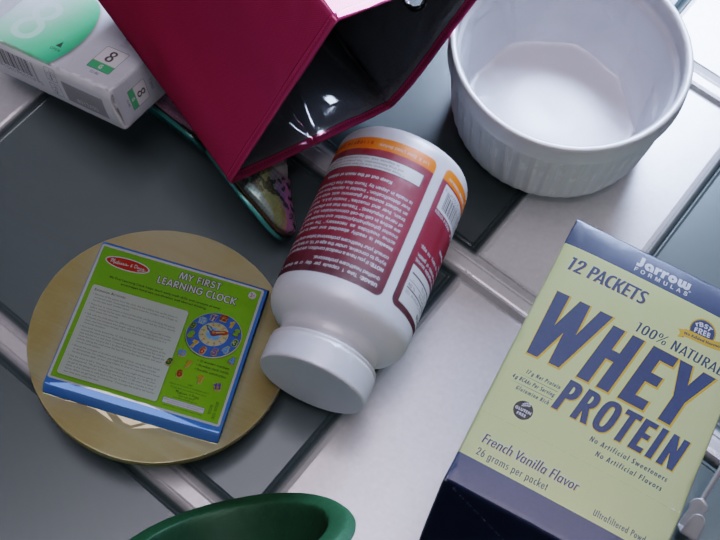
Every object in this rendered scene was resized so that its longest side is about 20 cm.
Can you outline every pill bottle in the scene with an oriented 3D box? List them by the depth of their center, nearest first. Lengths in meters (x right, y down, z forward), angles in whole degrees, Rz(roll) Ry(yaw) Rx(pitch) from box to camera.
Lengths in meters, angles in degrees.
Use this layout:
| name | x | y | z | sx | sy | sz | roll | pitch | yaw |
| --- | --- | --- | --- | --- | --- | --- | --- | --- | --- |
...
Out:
| name | x | y | z | sx | sy | sz | roll | pitch | yaw |
| --- | --- | --- | --- | --- | --- | --- | --- | --- | --- |
| pill bottle | 0.000 | 0.000 | 0.883 | 0.112 | 0.113 | 0.201 | 21 | 64 | 8 |

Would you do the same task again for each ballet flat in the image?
| name | x | y | z | sx | sy | sz | roll | pitch | yaw |
| --- | --- | --- | --- | --- | --- | --- | --- | --- | --- |
| ballet flat | -0.108 | -0.113 | 0.956 | 0.071 | 0.069 | 0.200 | -46 | 70 | 0 |

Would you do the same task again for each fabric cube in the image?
| name | x | y | z | sx | sy | sz | roll | pitch | yaw |
| --- | --- | --- | --- | --- | --- | --- | --- | --- | --- |
| fabric cube | -0.052 | -0.226 | 0.879 | 0.199 | 0.196 | 0.200 | -30 | 78 | -39 |

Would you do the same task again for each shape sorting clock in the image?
| name | x | y | z | sx | sy | sz | roll | pitch | yaw |
| --- | --- | --- | --- | --- | --- | --- | --- | --- | --- |
| shape sorting clock | -0.154 | 0.056 | 0.890 | 0.198 | 0.039 | 0.202 | 3 | 62 | -6 |

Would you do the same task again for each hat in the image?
| name | x | y | z | sx | sy | sz | roll | pitch | yaw |
| --- | --- | --- | --- | --- | --- | --- | --- | --- | --- |
| hat | -0.084 | 0.267 | 0.786 | 0.198 | 0.166 | 0.178 | -9 | 100 | 11 |

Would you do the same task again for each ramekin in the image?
| name | x | y | z | sx | sy | sz | roll | pitch | yaw |
| --- | --- | --- | --- | --- | --- | --- | --- | --- | --- |
| ramekin | 0.168 | -0.157 | 0.972 | 0.198 | 0.105 | 0.202 | 1 | 64 | -1 |

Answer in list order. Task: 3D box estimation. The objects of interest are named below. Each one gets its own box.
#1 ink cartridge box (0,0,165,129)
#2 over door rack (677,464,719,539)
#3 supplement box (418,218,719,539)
| name | x | y | z | sx | sy | sz | roll | pitch | yaw |
| --- | --- | --- | --- | --- | --- | --- | --- | --- | --- |
| ink cartridge box | -0.195 | -0.220 | 0.986 | 0.160 | 0.050 | 0.200 | 25 | 61 | 29 |
| over door rack | 0.342 | 0.150 | 0.858 | 0.147 | 0.067 | 0.201 | 31 | 81 | 13 |
| supplement box | 0.146 | 0.116 | 0.784 | 0.133 | 0.200 | 0.201 | 27 | 65 | 9 |
